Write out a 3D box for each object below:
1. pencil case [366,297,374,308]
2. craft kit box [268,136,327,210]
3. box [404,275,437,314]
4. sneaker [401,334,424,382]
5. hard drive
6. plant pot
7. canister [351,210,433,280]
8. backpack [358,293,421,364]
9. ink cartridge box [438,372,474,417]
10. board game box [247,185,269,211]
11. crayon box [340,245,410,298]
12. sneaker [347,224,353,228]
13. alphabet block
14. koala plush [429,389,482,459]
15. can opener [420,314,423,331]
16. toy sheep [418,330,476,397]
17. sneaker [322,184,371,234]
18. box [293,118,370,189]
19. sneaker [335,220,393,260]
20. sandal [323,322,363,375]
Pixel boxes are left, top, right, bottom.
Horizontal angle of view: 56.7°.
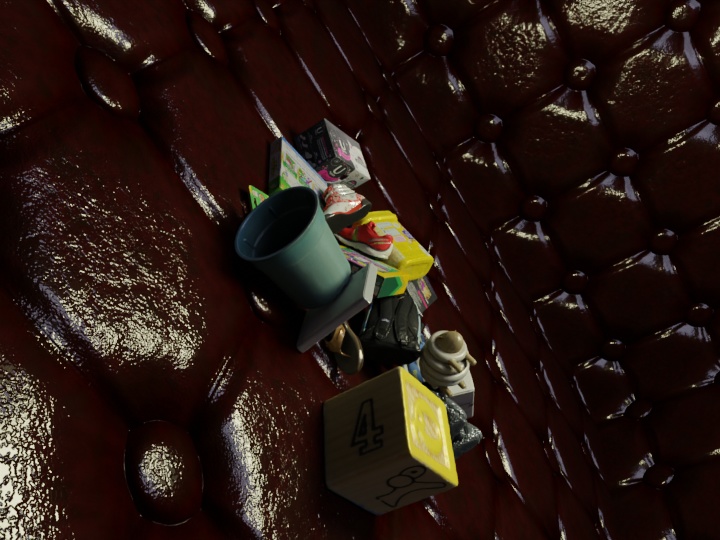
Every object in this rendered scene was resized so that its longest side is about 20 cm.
[{"bbox_3d":[0.031,0.012,1.813,0.089,0.088,0.201,53,26,-22],"label":"pencil case"},{"bbox_3d":[-0.154,-0.208,1.698,0.200,0.048,0.199,44,27,-39],"label":"craft kit box"},{"bbox_3d":[0.123,0.079,1.881,0.107,0.121,0.200,62,22,1],"label":"box"},{"bbox_3d":[0.166,0.239,1.821,0.201,0.081,0.075,-75,146,-57],"label":"sneaker"},{"bbox_3d":[-0.050,0.077,1.407,0.027,0.199,0.133,43,28,-19],"label":"hard drive"},{"bbox_3d":[-0.127,-0.036,1.401,0.197,0.198,0.202,54,23,-39],"label":"plant pot"},{"bbox_3d":[0.086,-0.064,1.801,0.147,0.087,0.200,-9,47,-42],"label":"canister"},{"bbox_3d":[0.076,0.140,1.678,0.155,0.161,0.202,99,-1,-51],"label":"backpack"},{"bbox_3d":[0.263,0.317,1.878,0.201,0.085,0.148,74,4,-57],"label":"ink cartridge box"},{"bbox_3d":[-0.192,-0.116,1.536,0.200,0.030,0.097,34,36,-54],"label":"board game box"},{"bbox_3d":[0.000,0.000,1.638,0.198,0.059,0.172,25,11,22],"label":"crayon box"},{"bbox_3d":[-0.035,-0.153,1.858,0.199,0.073,0.083,19,50,-58],"label":"sneaker"},{"bbox_3d":[0.057,0.347,1.347,0.195,0.198,0.198,42,30,-41],"label":"alphabet block"},{"bbox_3d":[0.163,0.367,1.655,0.178,0.183,0.201,52,2,-46],"label":"koala plush"},{"bbox_3d":[0.129,0.178,1.789,0.200,0.078,0.064,-53,142,-49],"label":"can opener"},{"bbox_3d":[0.204,0.225,1.623,0.136,0.202,0.139,10,38,-8],"label":"toy sheep"},{"bbox_3d":[-0.071,-0.159,1.703,0.108,0.068,0.200,38,40,23],"label":"sneaker"},{"bbox_3d":[-0.076,-0.315,1.888,0.199,0.114,0.134,21,46,-58],"label":"box"},{"bbox_3d":[0.006,-0.092,1.738,0.198,0.086,0.077,25,1,31],"label":"sneaker"},{"bbox_3d":[-0.053,0.140,1.500,0.054,0.081,0.202,3,63,-45],"label":"sandal"}]
